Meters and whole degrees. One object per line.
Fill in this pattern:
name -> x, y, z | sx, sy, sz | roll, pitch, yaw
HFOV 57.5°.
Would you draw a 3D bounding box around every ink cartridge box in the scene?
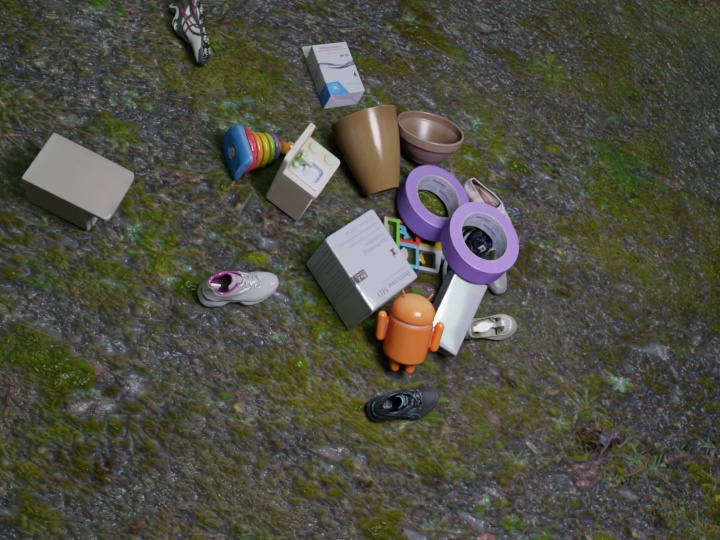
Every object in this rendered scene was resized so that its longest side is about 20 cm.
ink cartridge box -> -0.079, -0.568, 1.846 | 0.113, 0.067, 0.205 | -15, 77, -26

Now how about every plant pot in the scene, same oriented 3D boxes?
plant pot -> 0.035, -0.309, 1.746 | 0.182, 0.185, 0.206 | -16, 90, -27
plant pot -> 0.186, -0.362, 1.846 | 0.194, 0.095, 0.203 | 11, 35, -7

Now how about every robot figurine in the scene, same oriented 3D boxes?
robot figurine -> 0.119, 0.145, 1.589 | 0.141, 0.206, 0.115 | 25, 25, 31

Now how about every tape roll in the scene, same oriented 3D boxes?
tape roll -> 0.200, -0.184, 1.797 | 0.194, 0.066, 0.206 | 11, 58, -18
tape roll -> 0.307, -0.072, 1.690 | 0.193, 0.066, 0.206 | 8, 62, -15

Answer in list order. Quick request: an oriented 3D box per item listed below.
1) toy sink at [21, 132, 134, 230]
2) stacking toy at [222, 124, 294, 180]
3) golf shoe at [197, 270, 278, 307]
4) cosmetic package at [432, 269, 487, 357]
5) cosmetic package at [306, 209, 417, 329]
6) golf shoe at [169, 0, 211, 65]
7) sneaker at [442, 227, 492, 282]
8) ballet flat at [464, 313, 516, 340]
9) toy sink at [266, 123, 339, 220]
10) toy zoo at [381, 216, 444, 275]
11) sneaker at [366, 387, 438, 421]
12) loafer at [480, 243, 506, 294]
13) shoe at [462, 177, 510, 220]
toy sink -> -0.611, -0.180, 1.442 | 0.195, 0.112, 0.133 | 25, 62, -7
stacking toy -> -0.243, -0.309, 1.667 | 0.196, 0.115, 0.113 | -13, 78, -39
golf shoe -> -0.275, 0.036, 1.516 | 0.195, 0.092, 0.077 | -11, 72, -28
cosmetic package -> 0.236, 0.107, 1.691 | 0.100, 0.074, 0.204 | 31, 75, -8
cosmetic package -> 0.000, 0.000, 1.604 | 0.163, 0.165, 0.202 | -33, 85, -30
golf shoe -> -0.443, -0.621, 1.718 | 0.085, 0.078, 0.206 | -12, 72, -6
sneaker -> 0.294, -0.040, 1.770 | 0.073, 0.111, 0.204 | 38, 59, -24
ballet flat -> 0.353, 0.151, 1.757 | 0.194, 0.069, 0.072 | -7, 72, -25
toy sink -> -0.134, -0.236, 1.610 | 0.111, 0.200, 0.132 | 35, 60, -5
toy zoo -> 0.148, -0.064, 1.777 | 0.194, 0.020, 0.135 | 10, 66, -20
sneaker -> 0.113, 0.323, 1.579 | 0.194, 0.079, 0.078 | -8, 73, -27
loafer -> 0.371, -0.037, 1.834 | 0.068, 0.070, 0.206 | -6, 73, -25
shoe -> 0.372, -0.187, 1.902 | 0.200, 0.053, 0.070 | 47, 60, -1
